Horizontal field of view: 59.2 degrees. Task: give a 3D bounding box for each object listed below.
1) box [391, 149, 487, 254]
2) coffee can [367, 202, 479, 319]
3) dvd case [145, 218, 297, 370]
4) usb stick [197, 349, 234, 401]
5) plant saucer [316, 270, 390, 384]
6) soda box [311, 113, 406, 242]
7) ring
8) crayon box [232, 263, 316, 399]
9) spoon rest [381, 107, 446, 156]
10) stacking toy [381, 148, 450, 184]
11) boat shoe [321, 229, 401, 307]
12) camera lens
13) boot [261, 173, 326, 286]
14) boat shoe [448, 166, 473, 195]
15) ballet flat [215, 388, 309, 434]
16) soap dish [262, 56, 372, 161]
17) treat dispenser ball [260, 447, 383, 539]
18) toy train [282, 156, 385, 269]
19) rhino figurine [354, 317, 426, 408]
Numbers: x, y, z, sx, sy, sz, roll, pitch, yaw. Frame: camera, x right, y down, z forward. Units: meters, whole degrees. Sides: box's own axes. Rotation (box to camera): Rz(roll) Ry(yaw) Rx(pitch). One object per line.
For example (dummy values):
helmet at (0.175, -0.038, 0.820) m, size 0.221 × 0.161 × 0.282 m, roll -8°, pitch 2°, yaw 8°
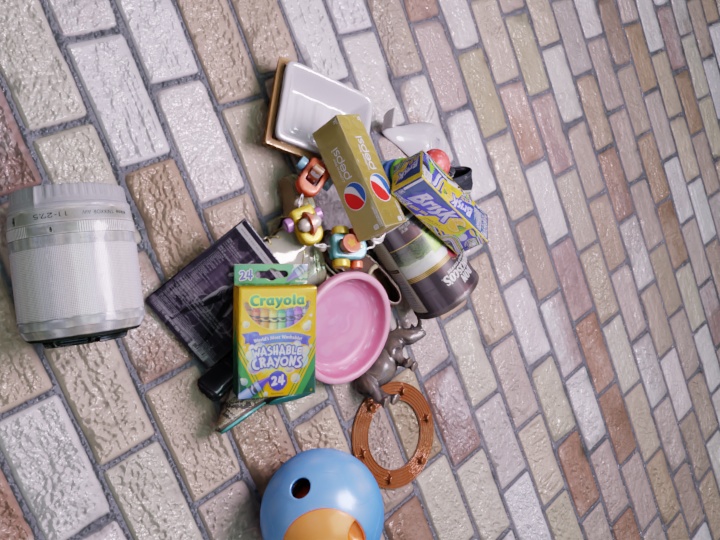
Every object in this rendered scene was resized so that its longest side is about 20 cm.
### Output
box at (0.139, -0.114, 1.095) m, size 0.199 × 0.070 × 0.065 m, roll 38°, pitch 43°, yaw -34°
coffee can at (0.113, -0.031, 1.204) m, size 0.146 × 0.146 × 0.201 m, roll -45°, pitch 110°, yaw -29°
dvd case at (-0.214, 0.038, 1.003) m, size 0.199 × 0.016 × 0.149 m, roll -39°, pitch 109°, yaw -5°
usb stick at (-0.182, 0.134, 1.041) m, size 0.200 × 0.055 × 0.033 m, roll -44°, pitch 141°, yaw -29°
plant saucer at (-0.035, 0.097, 1.115) m, size 0.198 × 0.051 × 0.204 m, roll -13°, pitch 111°, yaw -37°
soda box at (-0.003, -0.155, 1.051) m, size 0.067 × 0.064 × 0.202 m, roll -18°, pitch 82°, yaw -52°
ring at (0.069, 0.316, 1.219) m, size 0.198 × 0.019 × 0.204 m, roll 4°, pitch 83°, yaw -35°
crayon box at (-0.134, 0.092, 0.988) m, size 0.124 × 0.051 × 0.204 m, roll -1°, pitch 94°, yaw -22°
spoon rest at (0.109, -0.270, 1.286) m, size 0.199 × 0.060 × 0.101 m, roll 19°, pitch 76°, yaw -46°
stacking toy at (0.086, -0.175, 1.161) m, size 0.085 × 0.199 × 0.087 m, roll 8°, pitch 78°, yaw -40°
boat shoe at (0.003, -0.005, 1.167) m, size 0.202 × 0.074 × 0.075 m, roll 42°, pitch 64°, yaw -24°
camera lens at (-0.380, -0.004, 0.849) m, size 0.158 × 0.159 × 0.203 m, roll -7°, pitch 89°, yaw -35°
boot at (-0.146, -0.057, 1.073) m, size 0.153 × 0.072 × 0.203 m, roll -14°, pitch 94°, yaw -32°
boat shoe at (0.159, -0.185, 1.287) m, size 0.198 × 0.074 × 0.063 m, roll -8°, pitch 120°, yaw -40°
ballet flat at (-0.165, 0.200, 1.047) m, size 0.198 × 0.068 × 0.076 m, roll -18°, pitch 74°, yaw -40°
soap dish at (-0.078, -0.267, 1.131) m, size 0.198 × 0.081 × 0.160 m, roll 14°, pitch 77°, yaw -33°
treat dispenser ball at (-0.060, 0.389, 1.011) m, size 0.198 × 0.200 × 0.204 m, roll 4°, pitch 84°, yaw -34°
toy train at (-0.043, -0.096, 1.057) m, size 0.200 × 0.056 × 0.151 m, roll 41°, pitch 67°, yaw -10°
rhino figurine at (0.061, 0.163, 1.191) m, size 0.201 × 0.087 × 0.060 m, roll -55°, pitch 148°, yaw -26°
